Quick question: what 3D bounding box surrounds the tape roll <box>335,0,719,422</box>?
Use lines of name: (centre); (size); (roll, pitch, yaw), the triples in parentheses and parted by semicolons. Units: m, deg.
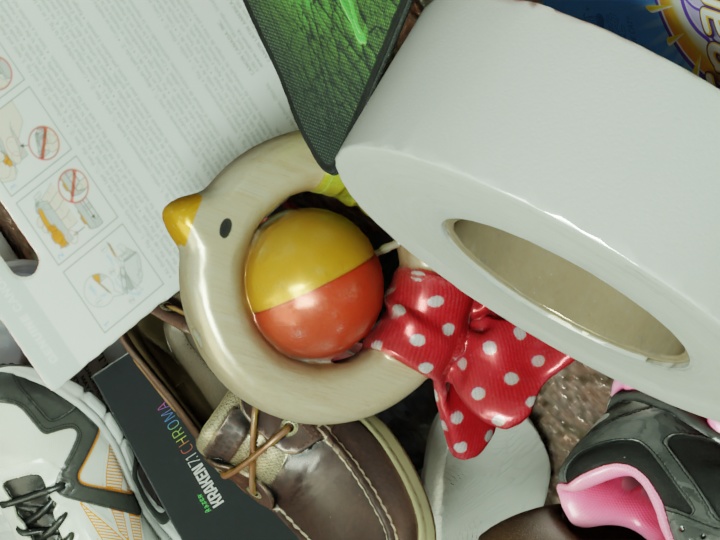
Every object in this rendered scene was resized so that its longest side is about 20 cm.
tape roll: (0.093, -0.019, 0.895); (0.202, 0.071, 0.202); (29, 169, 6)

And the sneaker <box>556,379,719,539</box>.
sneaker: (0.169, 0.114, 1.009); (0.200, 0.095, 0.079); (28, 143, 33)

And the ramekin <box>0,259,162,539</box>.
ramekin: (-0.168, 0.090, 1.364); (0.094, 0.202, 0.203); (-6, 122, 44)

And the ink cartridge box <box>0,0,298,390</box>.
ink cartridge box: (-0.119, -0.066, 1.078); (0.047, 0.200, 0.160); (-8, 119, 57)

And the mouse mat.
mouse mat: (-0.031, -0.156, 0.945); (0.200, 0.008, 0.161); (66, 154, 26)

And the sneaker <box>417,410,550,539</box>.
sneaker: (0.048, 0.122, 1.226); (0.088, 0.075, 0.200); (42, 155, 37)

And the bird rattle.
bird rattle: (0.000, 0.000, 1.054); (0.113, 0.163, 0.200); (30, 143, 66)

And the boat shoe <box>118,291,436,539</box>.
boat shoe: (-0.046, 0.075, 1.086); (0.200, 0.072, 0.072); (51, 124, 29)

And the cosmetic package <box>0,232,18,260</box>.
cosmetic package: (-0.340, 0.001, 1.482); (0.123, 0.200, 0.200); (2, 127, 57)

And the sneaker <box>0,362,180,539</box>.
sneaker: (-0.149, 0.131, 1.248); (0.074, 0.080, 0.200); (-18, 123, 32)

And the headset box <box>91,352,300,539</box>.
headset box: (-0.039, 0.131, 1.232); (0.174, 0.093, 0.200); (55, 176, 45)

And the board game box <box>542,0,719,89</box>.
board game box: (0.144, -0.102, 0.827); (0.200, 0.040, 0.153); (21, 142, 42)

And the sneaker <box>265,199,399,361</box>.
sneaker: (-0.056, -0.008, 1.195); (0.200, 0.074, 0.087); (37, 155, 13)

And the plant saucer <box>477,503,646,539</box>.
plant saucer: (0.147, 0.154, 1.058); (0.200, 0.032, 0.200); (27, -174, -3)
